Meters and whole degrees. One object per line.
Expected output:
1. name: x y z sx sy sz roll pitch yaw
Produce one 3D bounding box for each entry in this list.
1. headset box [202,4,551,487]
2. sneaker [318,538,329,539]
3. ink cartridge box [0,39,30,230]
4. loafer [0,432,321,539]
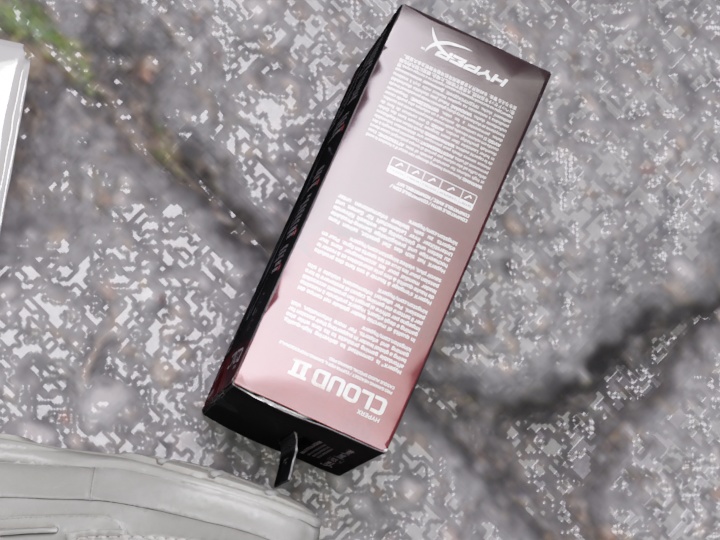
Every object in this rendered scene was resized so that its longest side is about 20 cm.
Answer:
1. headset box: 0.000 0.000 1.317 0.077 0.149 0.200 24 79 -4
2. sneaker: -0.075 0.191 1.314 0.200 0.085 0.077 -36 90 -11
3. ink cartridge box: -0.255 -0.040 1.318 0.199 0.083 0.147 11 81 -6
4. loafer: -0.118 0.113 1.322 0.199 0.070 0.070 8 84 8
